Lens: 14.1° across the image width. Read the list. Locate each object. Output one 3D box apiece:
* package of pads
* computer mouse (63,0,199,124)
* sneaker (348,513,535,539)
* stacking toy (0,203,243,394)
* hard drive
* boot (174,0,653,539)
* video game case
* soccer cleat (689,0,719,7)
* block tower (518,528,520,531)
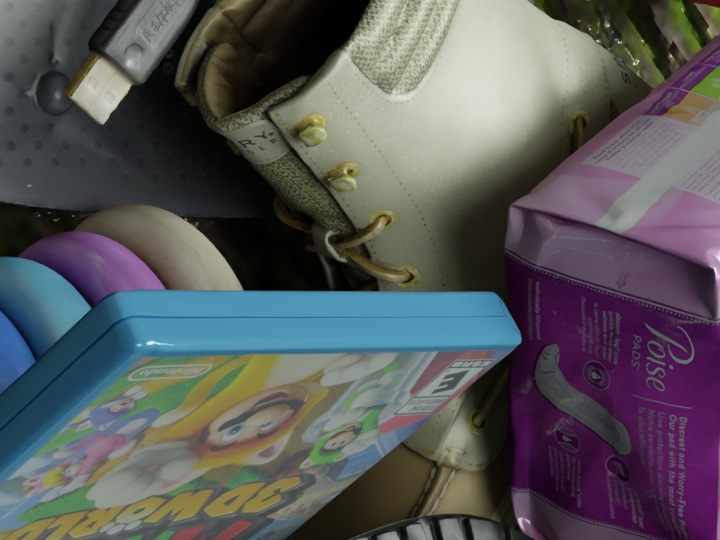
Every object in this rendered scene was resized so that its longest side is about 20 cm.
[{"bbox_3d":[0.119,-0.005,0.829,0.200,0.076,0.121,-40,138,-43],"label":"package of pads"},{"bbox_3d":[-0.126,-0.072,0.745,0.140,0.046,0.200,40,75,-3],"label":"computer mouse"},{"bbox_3d":[-0.026,0.106,0.764,0.200,0.087,0.076,2,80,-38],"label":"sneaker"},{"bbox_3d":[-0.122,0.043,0.733,0.200,0.085,0.086,-17,102,-39],"label":"stacking toy"},{"bbox_3d":[-0.035,-0.083,0.843,0.200,0.042,0.135,-3,95,-38],"label":"hard drive"},{"bbox_3d":[0.000,0.000,0.809,0.155,0.072,0.200,40,75,-45],"label":"boot"},{"bbox_3d":[-0.070,0.067,0.730,0.143,0.200,0.018,0,55,-51],"label":"video game case"},{"bbox_3d":[0.094,-0.170,0.914,0.067,0.076,0.200,-41,115,-28],"label":"soccer cleat"},{"bbox_3d":[0.044,0.086,0.904,0.054,0.058,0.200,16,82,-36],"label":"block tower"}]
